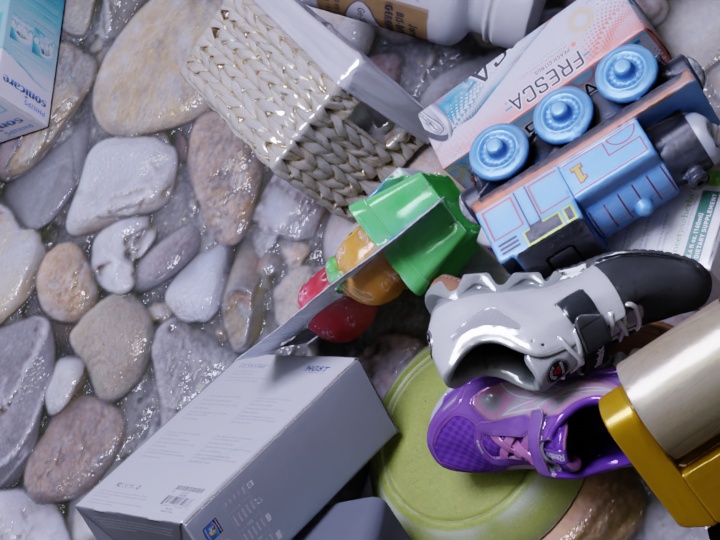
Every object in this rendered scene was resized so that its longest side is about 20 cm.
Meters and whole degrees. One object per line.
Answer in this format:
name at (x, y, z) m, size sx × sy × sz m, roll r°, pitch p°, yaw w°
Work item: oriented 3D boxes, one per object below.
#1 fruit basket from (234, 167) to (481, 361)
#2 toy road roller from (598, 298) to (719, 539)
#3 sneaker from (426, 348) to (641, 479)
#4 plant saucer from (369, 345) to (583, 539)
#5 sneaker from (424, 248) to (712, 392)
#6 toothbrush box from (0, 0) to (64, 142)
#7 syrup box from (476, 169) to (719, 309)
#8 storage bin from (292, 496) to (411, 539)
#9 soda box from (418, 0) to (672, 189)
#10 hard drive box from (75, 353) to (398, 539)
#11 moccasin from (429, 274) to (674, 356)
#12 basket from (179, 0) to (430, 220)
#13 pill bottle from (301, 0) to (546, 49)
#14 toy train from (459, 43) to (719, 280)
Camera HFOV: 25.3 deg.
fruit basket at (0.000, 0.000, 1.277) m, size 0.200 × 0.185 × 0.094 m, roll -33°, pitch 83°, yaw 15°
toy road roller at (0.250, 0.101, 1.041) m, size 0.123 × 0.200 × 0.146 m, roll -35°, pitch 16°, yaw 16°
sneaker at (0.131, 0.111, 1.127) m, size 0.200 × 0.081 × 0.089 m, roll -13°, pitch 22°, yaw 28°
plant saucer at (0.084, 0.128, 1.242) m, size 0.200 × 0.031 × 0.201 m, roll -16°, pitch 59°, yaw 29°
sneaker at (0.145, 0.044, 1.103) m, size 0.199 × 0.074 × 0.089 m, roll -11°, pitch 49°, yaw 12°
toothbrush box at (-0.407, -0.240, 1.741) m, size 0.146 × 0.085 × 0.201 m, roll -13°, pitch 62°, yaw 30°
syrup box at (0.195, -0.029, 1.207) m, size 0.200 × 0.081 × 0.079 m, roll 9°, pitch 70°, yaw 37°
storage bin at (-0.041, 0.260, 1.211) m, size 0.200 × 0.146 × 0.134 m, roll -14°, pitch 33°, yaw 30°
soda box at (0.150, -0.148, 1.311) m, size 0.200 × 0.064 × 0.069 m, roll -34°, pitch 52°, yaw 16°
hard drive box at (-0.095, 0.153, 1.245) m, size 0.156 × 0.077 × 0.200 m, roll -1°, pitch 34°, yaw 51°
moccasin at (0.147, 0.040, 1.189) m, size 0.201 × 0.074 × 0.078 m, roll 14°, pitch 58°, yaw 22°
basket at (-0.050, -0.155, 1.411) m, size 0.123 × 0.135 × 0.200 m, roll -50°, pitch 48°, yaw 7°
pill bottle at (0.057, -0.254, 1.357) m, size 0.199 × 0.114 × 0.115 m, roll 18°, pitch 77°, yaw 10°
toy train at (0.167, -0.073, 1.145) m, size 0.200 × 0.087 × 0.114 m, roll -31°, pitch 57°, yaw 11°
